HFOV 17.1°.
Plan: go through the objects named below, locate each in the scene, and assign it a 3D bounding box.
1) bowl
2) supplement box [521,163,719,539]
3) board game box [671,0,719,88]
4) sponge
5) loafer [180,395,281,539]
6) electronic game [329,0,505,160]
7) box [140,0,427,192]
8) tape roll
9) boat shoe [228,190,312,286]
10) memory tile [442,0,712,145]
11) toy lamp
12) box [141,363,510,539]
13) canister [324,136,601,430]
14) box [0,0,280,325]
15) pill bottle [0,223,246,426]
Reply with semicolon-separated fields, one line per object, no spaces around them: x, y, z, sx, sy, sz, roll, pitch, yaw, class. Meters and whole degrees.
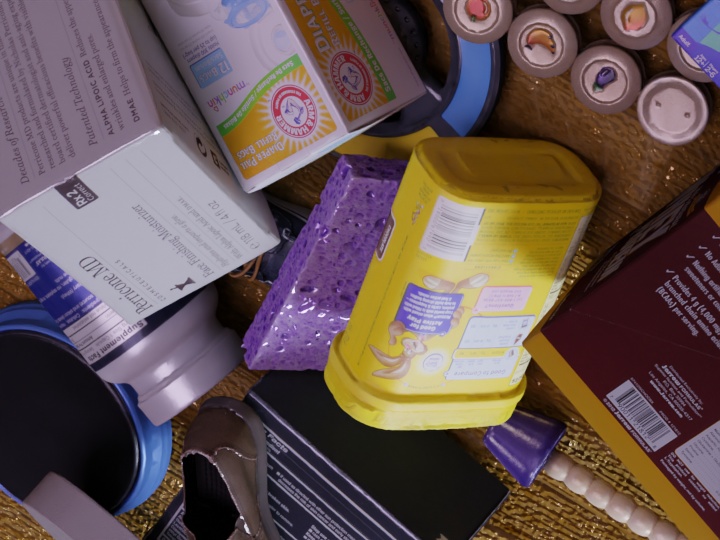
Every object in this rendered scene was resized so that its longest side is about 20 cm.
-0.251;0.122;1.990;0.200;0.039;0.201;13;121;23;bowl
0.259;0.044;1.603;0.197;0.133;0.200;49;128;-2;supplement box
0.318;-0.161;1.501;0.152;0.045;0.200;46;120;0;board game box
0.000;0.000;1.741;0.200;0.111;0.030;-61;36;37;sponge
-0.106;0.193;1.773;0.073;0.071;0.201;5;116;29;loafer
0.009;-0.162;1.689;0.199;0.042;0.201;14;121;23;electronic game
-0.062;-0.173;1.641;0.112;0.101;0.200;-26;94;40;box
-0.185;0.238;1.908;0.203;0.037;0.203;40;168;10;tape roll
-0.091;-0.019;1.791;0.200;0.091;0.071;33;127;10;boat shoe
0.162;-0.182;1.589;0.200;0.017;0.154;28;120;6;memory tile
0.181;0.166;1.762;0.200;0.058;0.058;35;127;7;toy lamp
-0.027;0.189;1.846;0.200;0.123;0.199;41;129;6;box
0.073;0.008;1.683;0.087;0.148;0.200;57;137;43;canister
-0.177;-0.102;1.664;0.130;0.199;0.200;-28;59;10;box
-0.182;0.014;1.844;0.116;0.116;0.200;-33;97;37;pill bottle
